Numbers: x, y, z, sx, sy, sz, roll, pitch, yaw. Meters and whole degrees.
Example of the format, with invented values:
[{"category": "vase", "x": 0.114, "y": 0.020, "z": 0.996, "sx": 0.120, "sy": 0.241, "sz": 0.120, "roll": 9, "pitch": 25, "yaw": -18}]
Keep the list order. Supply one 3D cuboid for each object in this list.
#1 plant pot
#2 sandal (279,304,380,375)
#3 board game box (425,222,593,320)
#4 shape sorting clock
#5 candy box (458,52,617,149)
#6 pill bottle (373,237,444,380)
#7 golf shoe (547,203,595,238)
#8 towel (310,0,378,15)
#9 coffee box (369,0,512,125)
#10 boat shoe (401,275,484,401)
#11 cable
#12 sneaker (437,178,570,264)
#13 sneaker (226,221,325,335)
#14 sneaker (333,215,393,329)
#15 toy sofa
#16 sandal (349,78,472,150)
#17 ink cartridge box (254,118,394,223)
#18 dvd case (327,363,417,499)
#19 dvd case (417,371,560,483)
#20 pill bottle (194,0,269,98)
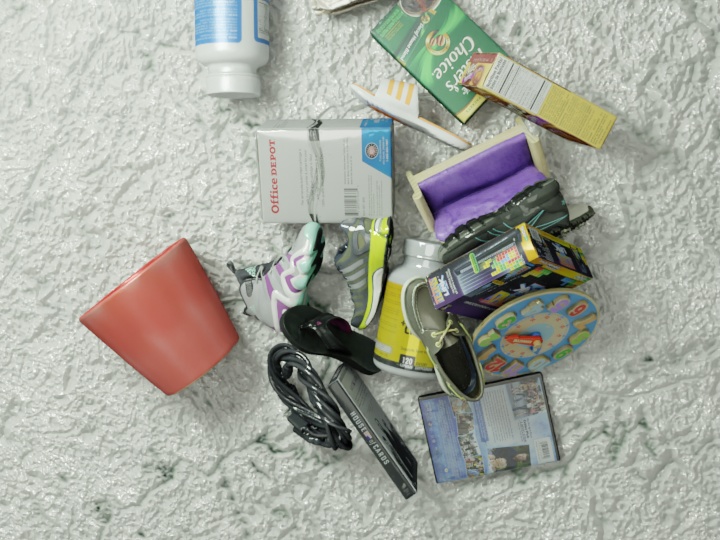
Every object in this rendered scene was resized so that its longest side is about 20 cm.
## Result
[{"category": "plant pot", "x": -0.292, "y": 0.078, "z": 1.314, "sx": 0.200, "sy": 0.200, "sz": 0.178, "roll": -36, "pitch": 101, "yaw": 7}, {"category": "sandal", "x": -0.034, "y": 0.097, "z": 1.300, "sx": 0.048, "sy": 0.200, "sz": 0.076, "roll": -32, "pitch": 47, "yaw": 37}, {"category": "board game box", "x": 0.213, "y": 0.011, "z": 1.223, "sx": 0.165, "sy": 0.200, "sz": 0.057, "roll": -31, "pitch": 65, "yaw": 28}, {"category": "shape sorting clock", "x": 0.256, "y": 0.096, "z": 1.271, "sx": 0.199, "sy": 0.200, "sz": 0.039, "roll": -17, "pitch": 53, "yaw": 6}, {"category": "candy box", "x": 0.250, "y": -0.244, "z": 1.236, "sx": 0.199, "sy": 0.117, "sz": 0.057, "roll": 25, "pitch": 99, "yaw": -15}, {"category": "pill bottle", "x": 0.089, "y": 0.056, "z": 1.305, "sx": 0.112, "sy": 0.112, "sz": 0.201, "roll": 10, "pitch": 96, "yaw": 4}, {"category": "golf shoe", "x": 0.250, "y": -0.077, "z": 1.300, "sx": 0.199, "sy": 0.077, "sz": 0.088, "roll": -16, "pitch": 81, "yaw": 3}, {"category": "towel", "x": 0.010, "y": -0.465, "z": 1.286, "sx": 0.199, "sy": 0.034, "sz": 0.133, "roll": -16, "pitch": 79, "yaw": 12}, {"category": "coffee box", "x": 0.127, "y": -0.331, "z": 1.302, "sx": 0.123, "sy": 0.044, "sz": 0.200, "roll": -45, "pitch": 90, "yaw": 6}, {"category": "boat shoe", "x": 0.121, "y": 0.099, "z": 1.231, "sx": 0.072, "sy": 0.060, "sz": 0.202, "roll": -31, "pitch": 109, "yaw": -14}, {"category": "cable", "x": -0.073, "y": 0.191, "z": 1.292, "sx": 0.051, "sy": 0.200, "sz": 0.164, "roll": -24, "pitch": 113, "yaw": -25}, {"category": "sneaker", "x": 0.205, "y": -0.052, "z": 1.228, "sx": 0.200, "sy": 0.075, "sz": 0.079, "roll": -29, "pitch": 102, "yaw": 6}, {"category": "sneaker", "x": -0.138, "y": 0.001, "z": 1.321, "sx": 0.139, "sy": 0.078, "sz": 0.201, "roll": 21, "pitch": 116, "yaw": 9}, {"category": "sneaker", "x": 0.000, "y": 0.000, "z": 1.307, "sx": 0.081, "sy": 0.074, "sz": 0.201, "roll": 13, "pitch": 122, "yaw": 9}, {"category": "toy sofa", "x": 0.176, "y": -0.131, "z": 1.273, "sx": 0.199, "sy": 0.098, "sz": 0.083, "roll": -25, "pitch": 137, "yaw": 6}, {"category": "sandal", "x": 0.083, "y": -0.246, "z": 1.303, "sx": 0.206, "sy": 0.079, "sz": 0.059, "roll": 25, "pitch": 95, "yaw": -6}, {"category": "ink cartridge box", "x": -0.049, "y": -0.151, "z": 1.299, "sx": 0.199, "sy": 0.084, "sz": 0.145, "roll": 1, "pitch": 111, "yaw": 5}, {"category": "dvd case", "x": 0.022, "y": 0.235, "z": 1.307, "sx": 0.025, "sy": 0.150, "sz": 0.200, "roll": -35, "pitch": 91, "yaw": 6}, {"category": "dvd case", "x": 0.201, "y": 0.247, "z": 1.358, "sx": 0.199, "sy": 0.018, "sz": 0.143, "roll": -12, "pitch": 93, "yaw": 7}, {"category": "pill bottle", "x": -0.193, "y": -0.363, "z": 1.295, "sx": 0.112, "sy": 0.112, "sz": 0.201, "roll": 1, "pitch": 94, "yaw": 5}]
